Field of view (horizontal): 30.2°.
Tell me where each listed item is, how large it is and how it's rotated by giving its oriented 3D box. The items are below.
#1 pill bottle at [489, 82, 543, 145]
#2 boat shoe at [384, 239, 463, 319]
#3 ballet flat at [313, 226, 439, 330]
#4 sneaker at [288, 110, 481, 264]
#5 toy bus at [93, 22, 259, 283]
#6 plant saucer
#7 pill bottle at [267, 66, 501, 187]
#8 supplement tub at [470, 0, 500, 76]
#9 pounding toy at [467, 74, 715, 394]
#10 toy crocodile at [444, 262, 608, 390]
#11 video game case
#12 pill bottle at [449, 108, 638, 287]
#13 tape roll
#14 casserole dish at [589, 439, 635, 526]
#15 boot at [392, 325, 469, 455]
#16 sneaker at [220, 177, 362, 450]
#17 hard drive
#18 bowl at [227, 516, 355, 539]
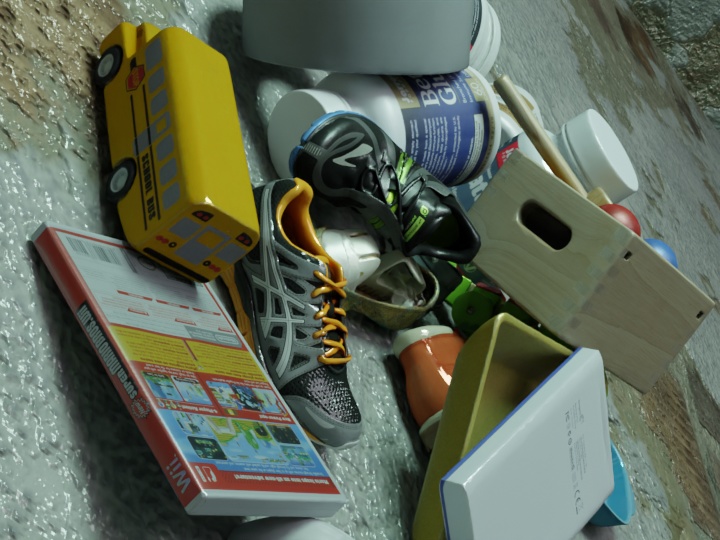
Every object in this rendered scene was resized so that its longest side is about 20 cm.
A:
[{"bbox_3d":[0.140,-0.141,1.452,0.115,0.114,0.200,56,23,-7],"label":"pill bottle"},{"bbox_3d":[0.054,-0.046,1.227,0.073,0.061,0.202,38,31,-37],"label":"boat shoe"},{"bbox_3d":[0.000,0.000,1.059,0.199,0.070,0.071,23,42,-54],"label":"ballet flat"},{"bbox_3d":[0.026,-0.061,1.036,0.199,0.071,0.083,29,8,-41],"label":"sneaker"},{"bbox_3d":[-0.123,-0.089,0.883,0.065,0.078,0.202,29,36,-41],"label":"toy bus"},{"bbox_3d":[0.111,0.150,1.037,0.199,0.048,0.203,27,76,-51],"label":"plant saucer"},{"bbox_3d":[0.020,-0.118,1.138,0.199,0.111,0.112,-13,72,-45],"label":"pill bottle"},{"bbox_3d":[0.046,-0.268,1.375,0.199,0.140,0.142,25,41,-53],"label":"supplement tub"},{"bbox_3d":[0.180,-0.031,1.140,0.183,0.143,0.200,31,9,-45],"label":"pounding toy"},{"bbox_3d":[0.145,0.055,1.226,0.199,0.062,0.068,34,-3,20],"label":"toy crocodile"},{"bbox_3d":[-0.099,0.059,0.782,0.201,0.017,0.142,54,18,27],"label":"video game case"},{"bbox_3d":[0.161,-0.067,1.296,0.120,0.199,0.120,45,27,-30],"label":"pill bottle"},{"bbox_3d":[-0.003,-0.213,1.139,0.200,0.198,0.067,-34,131,-67],"label":"tape roll"},{"bbox_3d":[0.203,0.170,1.308,0.201,0.039,0.122,51,24,-21],"label":"casserole dish"},{"bbox_3d":[0.098,0.093,1.146,0.199,0.075,0.108,10,48,-60],"label":"boot"},{"bbox_3d":[-0.042,0.027,0.927,0.078,0.077,0.202,1,63,-65],"label":"sneaker"},{"bbox_3d":[0.130,0.163,1.005,0.199,0.025,0.134,-35,124,-44],"label":"hard drive"},{"bbox_3d":[0.006,0.246,0.771,0.200,0.074,0.201,45,26,-33],"label":"bowl"}]
